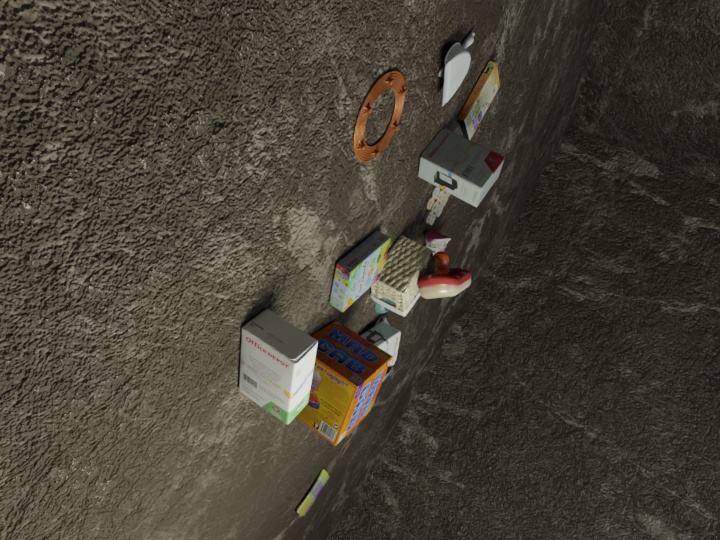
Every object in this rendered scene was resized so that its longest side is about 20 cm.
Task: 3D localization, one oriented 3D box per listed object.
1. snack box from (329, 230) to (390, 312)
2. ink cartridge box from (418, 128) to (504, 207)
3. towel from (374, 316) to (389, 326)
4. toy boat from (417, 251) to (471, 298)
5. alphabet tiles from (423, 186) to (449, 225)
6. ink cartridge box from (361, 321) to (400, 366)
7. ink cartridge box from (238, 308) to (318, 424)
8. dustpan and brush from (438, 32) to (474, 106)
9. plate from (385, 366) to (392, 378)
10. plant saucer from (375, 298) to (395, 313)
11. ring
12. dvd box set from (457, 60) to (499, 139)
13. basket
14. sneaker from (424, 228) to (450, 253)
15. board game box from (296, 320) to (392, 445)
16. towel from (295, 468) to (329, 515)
[{"bbox_3d":[0.000,0.000,1.448,0.200,0.053,0.144,-40,151,-45],"label":"snack box"},{"bbox_3d":[0.284,-0.295,1.539,0.146,0.199,0.083,-50,160,-26],"label":"ink cartridge box"},{"bbox_3d":[0.051,0.273,1.973,0.192,0.032,0.200,-56,159,-11],"label":"towel"},{"bbox_3d":[0.249,0.008,1.639,0.199,0.129,0.133,-22,101,-57],"label":"toy boat"},{"bbox_3d":[0.276,-0.251,1.849,0.202,0.014,0.195,-63,160,5],"label":"alphabet tiles"},{"bbox_3d":[0.039,0.282,1.820,0.199,0.083,0.147,-26,134,-46],"label":"ink cartridge box"},{"bbox_3d":[-0.177,0.204,1.148,0.084,0.144,0.202,-40,151,-46],"label":"ink cartridge box"},{"bbox_3d":[0.247,-0.531,1.365,0.200,0.057,0.140,-47,158,-17],"label":"dustpan and brush"},{"bbox_3d":[0.026,0.386,1.885,0.198,0.026,0.200,-24,-179,1],"label":"plate"},{"bbox_3d":[0.115,0.064,1.859,0.201,0.027,0.201,-51,158,-30],"label":"plant saucer"},{"bbox_3d":[0.047,-0.330,1.175,0.201,0.019,0.202,-50,157,-30],"label":"ring"},{"bbox_3d":[0.370,-0.526,1.687,0.202,0.029,0.146,-61,160,1],"label":"dvd box set"},{"bbox_3d":[0.131,0.012,1.669,0.201,0.135,0.124,-53,157,-23],"label":"basket"},{"bbox_3d":[0.271,-0.092,1.951,0.089,0.081,0.200,-65,159,8],"label":"sneaker"},{"bbox_3d":[-0.067,0.295,1.462,0.199,0.199,0.202,-26,141,-57],"label":"board game box"},{"bbox_3d":[-0.199,0.925,2.245,0.201,0.023,0.144,-54,158,-23],"label":"towel"}]
